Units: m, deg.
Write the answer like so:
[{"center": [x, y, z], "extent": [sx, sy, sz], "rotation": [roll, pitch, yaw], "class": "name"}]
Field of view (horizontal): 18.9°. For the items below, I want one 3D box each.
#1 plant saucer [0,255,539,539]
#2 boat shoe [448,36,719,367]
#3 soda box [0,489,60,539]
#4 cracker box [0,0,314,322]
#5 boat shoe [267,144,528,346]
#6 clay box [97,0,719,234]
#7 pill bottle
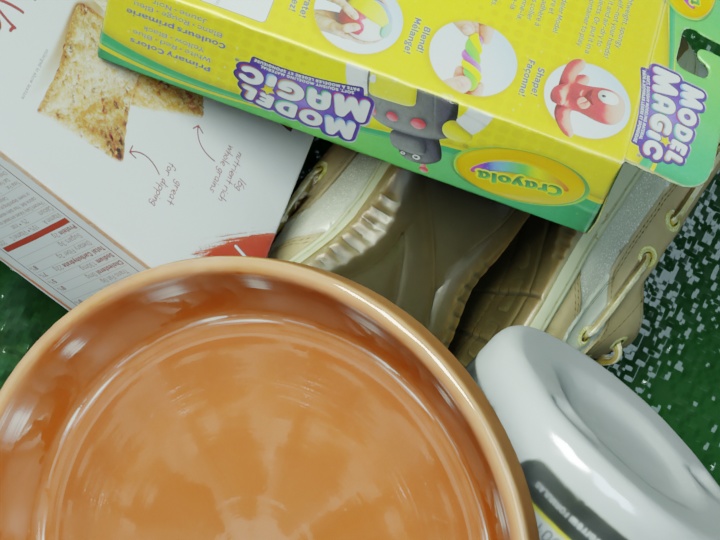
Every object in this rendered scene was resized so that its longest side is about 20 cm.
[{"center": [-0.036, 0.096, 0.695], "extent": [0.199, 0.032, 0.202], "rotation": [1, 93, 21], "class": "plant saucer"}, {"center": [0.079, 0.004, 0.819], "extent": [0.066, 0.074, 0.201], "rotation": [37, 86, -31], "class": "boat shoe"}, {"center": [-0.180, 0.054, 0.754], "extent": [0.068, 0.064, 0.200], "rotation": [-39, 97, -13], "class": "soda box"}, {"center": [-0.106, -0.080, 0.731], "extent": [0.200, 0.058, 0.134], "rotation": [39, 52, -28], "class": "cracker box"}, {"center": [0.000, 0.000, 0.792], "extent": [0.074, 0.066, 0.200], "rotation": [42, 87, -22], "class": "boat shoe"}, {"center": [0.026, -0.090, 0.722], "extent": [0.199, 0.048, 0.115], "rotation": [21, 55, -2], "class": "clay box"}, {"center": [0.027, 0.127, 0.749], "extent": [0.114, 0.114, 0.200], "rotation": [39, 105, -10], "class": "pill bottle"}]
